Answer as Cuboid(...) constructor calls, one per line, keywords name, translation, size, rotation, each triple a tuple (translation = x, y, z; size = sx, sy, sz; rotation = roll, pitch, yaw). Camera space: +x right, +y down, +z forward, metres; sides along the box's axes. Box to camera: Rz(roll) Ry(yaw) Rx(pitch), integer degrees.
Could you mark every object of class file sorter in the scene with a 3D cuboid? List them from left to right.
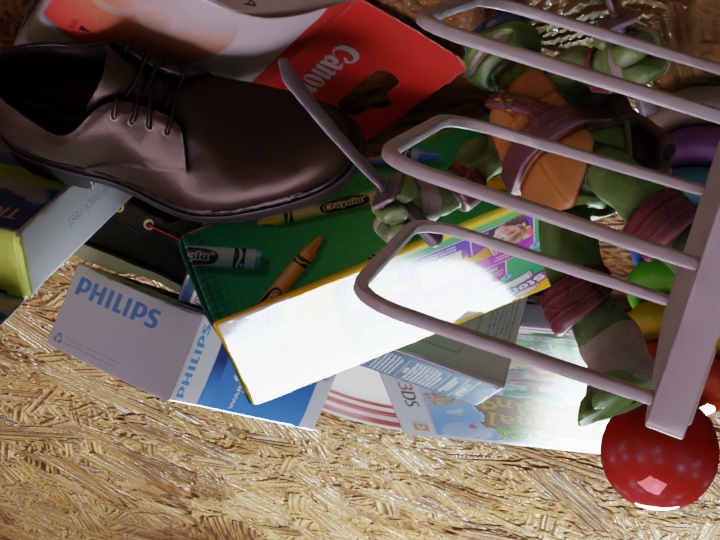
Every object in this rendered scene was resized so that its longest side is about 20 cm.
Cuboid(name="file sorter", translation=(0.086, -0.073, 0.538), size=(0.124, 0.201, 0.139), rotation=(17, -163, 9))

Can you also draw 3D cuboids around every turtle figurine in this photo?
Cuboid(name="turtle figurine", translation=(0.074, -0.041, 0.670), size=(0.144, 0.194, 0.200), rotation=(-31, 159, 0))

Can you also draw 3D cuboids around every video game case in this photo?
Cuboid(name="video game case", translation=(0.109, 0.076, 1.086), size=(0.199, 0.022, 0.182), rotation=(4, 149, 17))

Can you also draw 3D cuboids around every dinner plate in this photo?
Cuboid(name="dinner plate", translation=(0.002, 0.082, 1.243), size=(0.199, 0.024, 0.200), rotation=(16, 158, 6))

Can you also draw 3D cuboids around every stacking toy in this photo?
Cuboid(name="stacking toy", translation=(0.158, 0.016, 0.738), size=(0.085, 0.201, 0.085), rotation=(14, 157, 6))

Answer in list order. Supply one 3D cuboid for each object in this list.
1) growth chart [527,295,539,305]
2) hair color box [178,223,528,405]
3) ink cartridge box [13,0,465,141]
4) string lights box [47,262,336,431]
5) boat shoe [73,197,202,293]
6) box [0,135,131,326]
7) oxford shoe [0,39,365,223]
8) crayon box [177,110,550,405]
Cuboid(name="growth chart", translation=(0.046, 0.038, 1.089), size=(0.199, 0.018, 0.145), rotation=(12, 150, 4))
Cuboid(name="hair color box", translation=(0.000, 0.000, 0.949), size=(0.199, 0.100, 0.061), rotation=(20, 161, -7))
Cuboid(name="ink cartridge box", translation=(-0.068, -0.108, 0.813), size=(0.199, 0.050, 0.162), rotation=(28, 156, -17))
Cuboid(name="string lights box", translation=(-0.105, 0.053, 1.043), size=(0.102, 0.059, 0.200), rotation=(22, 179, 27))
Cuboid(name="boat shoe", translation=(-0.101, -0.017, 1.002), size=(0.200, 0.063, 0.074), rotation=(20, -166, 11))
Cuboid(name="box", translation=(-0.199, -0.047, 0.869), size=(0.121, 0.200, 0.048), rotation=(9, 122, 18))
Cuboid(name="oxford shoe", translation=(-0.097, -0.073, 0.775), size=(0.199, 0.073, 0.084), rotation=(6, 159, 11))
Cuboid(name="crayon box", translation=(0.013, -0.007, 0.841), size=(0.199, 0.058, 0.119), rotation=(-22, 154, -4))
